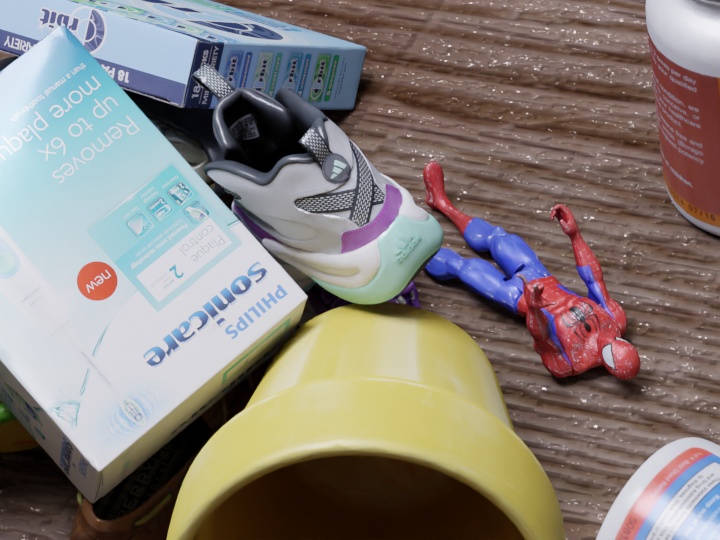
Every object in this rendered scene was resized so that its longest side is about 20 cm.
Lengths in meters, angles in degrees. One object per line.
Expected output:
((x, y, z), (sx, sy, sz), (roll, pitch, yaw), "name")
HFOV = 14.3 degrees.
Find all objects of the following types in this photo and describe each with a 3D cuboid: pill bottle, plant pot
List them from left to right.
((0.005, 0.118, 1.461), (0.200, 0.201, 0.189), (-6, 31, 7), "plant pot")
((0.219, -0.121, 1.621), (0.112, 0.200, 0.112), (-7, 46, 7), "pill bottle")
((0.219, 0.171, 1.407), (0.200, 0.112, 0.112), (28, 58, 34), "pill bottle")

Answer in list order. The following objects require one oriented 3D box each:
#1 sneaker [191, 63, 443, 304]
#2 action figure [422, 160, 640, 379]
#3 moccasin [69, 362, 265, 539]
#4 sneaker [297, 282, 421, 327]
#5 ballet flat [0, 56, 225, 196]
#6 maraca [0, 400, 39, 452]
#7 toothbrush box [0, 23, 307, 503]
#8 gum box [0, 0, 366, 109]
((-0.050, -0.053, 1.531), (0.078, 0.140, 0.200), (-50, 22, -22), "sneaker")
((0.085, -0.010, 1.622), (0.065, 0.099, 0.200), (-37, 53, -20), "action figure")
((-0.106, 0.074, 1.586), (0.074, 0.078, 0.201), (24, 55, 13), "moccasin")
((0.000, 0.000, 1.619), (0.200, 0.081, 0.083), (44, 106, 39), "sneaker")
((-0.151, -0.083, 1.728), (0.200, 0.073, 0.073), (14, 52, 23), "ballet flat")
((-0.205, 0.037, 1.637), (0.137, 0.107, 0.200), (-27, 25, -12), "maraca")
((-0.149, -0.002, 1.512), (0.146, 0.085, 0.200), (-39, 83, -16), "toothbrush box")
((-0.118, -0.138, 1.739), (0.170, 0.045, 0.200), (19, 12, 27), "gum box")
